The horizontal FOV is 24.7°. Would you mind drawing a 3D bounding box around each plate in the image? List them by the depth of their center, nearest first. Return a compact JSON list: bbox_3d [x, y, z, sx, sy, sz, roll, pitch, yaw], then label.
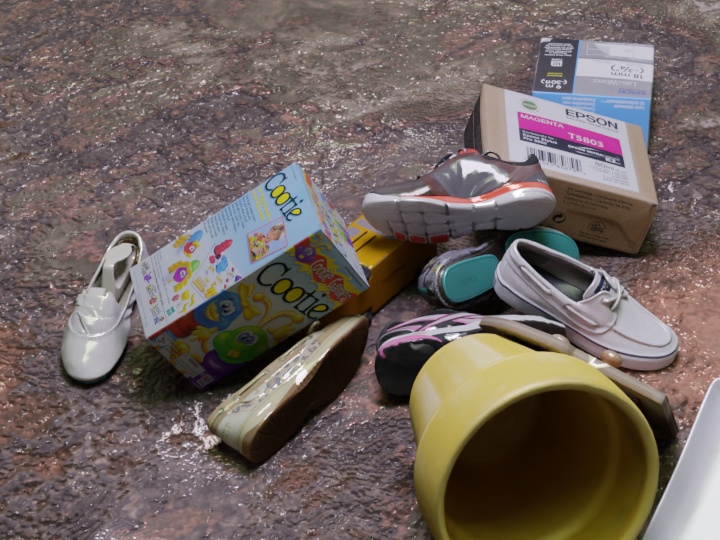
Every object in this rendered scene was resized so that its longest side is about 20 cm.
[{"bbox_3d":[0.359,0.210,1.401,0.198,0.032,0.201,19,68,25],"label":"plate"}]

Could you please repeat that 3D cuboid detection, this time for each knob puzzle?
[{"bbox_3d":[0.200,0.082,1.502,0.218,0.220,0.031,26,83,31],"label":"knob puzzle"}]

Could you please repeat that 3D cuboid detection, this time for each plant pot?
[{"bbox_3d":[0.130,0.150,1.422,0.199,0.203,0.189,-11,22,-13],"label":"plant pot"}]

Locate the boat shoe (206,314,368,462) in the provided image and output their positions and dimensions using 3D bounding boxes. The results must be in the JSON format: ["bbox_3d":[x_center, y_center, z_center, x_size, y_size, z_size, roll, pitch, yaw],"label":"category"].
[{"bbox_3d":[-0.064,0.100,1.574,0.062,0.074,0.200,25,45,27],"label":"boat shoe"}]

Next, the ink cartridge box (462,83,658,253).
[{"bbox_3d":[0.217,-0.113,1.805,0.198,0.076,0.166,13,36,-8],"label":"ink cartridge box"}]

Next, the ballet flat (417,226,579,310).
[{"bbox_3d":[0.137,-0.003,1.708,0.199,0.073,0.072,-14,37,-36],"label":"ballet flat"}]

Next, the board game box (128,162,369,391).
[{"bbox_3d":[-0.109,0.007,1.596,0.199,0.103,0.105,-31,45,10],"label":"board game box"}]

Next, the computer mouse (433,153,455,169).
[{"bbox_3d":[0.096,-0.089,1.814,0.058,0.034,0.200,24,22,11],"label":"computer mouse"}]

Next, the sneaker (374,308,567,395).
[{"bbox_3d":[0.108,0.066,1.616,0.198,0.081,0.087,0,26,-8],"label":"sneaker"}]

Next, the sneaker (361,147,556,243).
[{"bbox_3d":[0.097,-0.083,1.687,0.198,0.077,0.083,-3,59,-6],"label":"sneaker"}]

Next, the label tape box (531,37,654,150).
[{"bbox_3d":[0.279,-0.202,1.971,0.143,0.064,0.201,5,37,9],"label":"label tape box"}]

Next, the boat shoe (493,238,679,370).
[{"bbox_3d":[0.228,0.033,1.628,0.198,0.066,0.074,23,48,3],"label":"boat shoe"}]

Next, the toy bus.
[{"bbox_3d":[0.000,0.000,1.712,0.078,0.066,0.200,22,43,30],"label":"toy bus"}]

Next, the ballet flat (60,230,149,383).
[{"bbox_3d":[-0.262,0.029,1.680,0.069,0.070,0.201,5,38,9],"label":"ballet flat"}]
